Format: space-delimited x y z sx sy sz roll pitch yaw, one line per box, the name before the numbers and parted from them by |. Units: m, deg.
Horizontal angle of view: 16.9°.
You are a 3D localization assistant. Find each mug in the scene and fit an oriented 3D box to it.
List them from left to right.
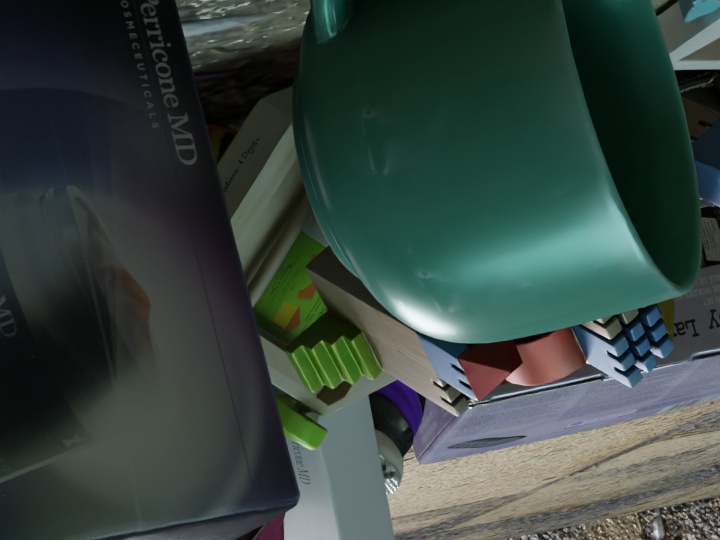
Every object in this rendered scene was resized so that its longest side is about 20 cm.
mug | 0.039 -0.066 0.862 0.114 0.186 0.152 -16 -167 21

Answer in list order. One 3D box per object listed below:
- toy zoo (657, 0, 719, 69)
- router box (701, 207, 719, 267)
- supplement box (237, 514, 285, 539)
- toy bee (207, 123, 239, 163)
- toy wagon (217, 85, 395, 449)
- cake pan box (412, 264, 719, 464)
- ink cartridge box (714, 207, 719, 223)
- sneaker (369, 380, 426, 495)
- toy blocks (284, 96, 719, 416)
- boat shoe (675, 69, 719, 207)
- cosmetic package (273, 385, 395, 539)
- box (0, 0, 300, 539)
toy zoo | 0.214 -0.121 1.066 0.199 0.021 0.131 -5 165 -41
router box | 0.083 0.013 1.343 0.199 0.062 0.150 -22 166 36
supplement box | -0.138 0.119 1.127 0.103 0.200 0.131 -47 157 -27
toy bee | -0.127 -0.007 1.056 0.199 0.109 0.131 -26 142 -11
toy wagon | 0.000 0.000 1.042 0.040 0.156 0.200 31 177 38
cake pan box | 0.131 0.049 1.288 0.199 0.053 0.184 -12 170 -8
ink cartridge box | 0.241 -0.008 1.493 0.164 0.075 0.200 -17 169 21
sneaker | -0.038 0.017 1.205 0.069 0.100 0.200 -10 133 49
toy blocks | 0.079 -0.008 0.970 0.200 0.100 0.137 -41 -140 -17
boat shoe | 0.179 -0.067 1.132 0.066 0.072 0.200 -3 -178 34
cosmetic package | -0.064 0.091 1.184 0.150 0.052 0.200 16 146 20
box | -0.149 0.011 0.815 0.198 0.201 0.123 -7 166 -33
